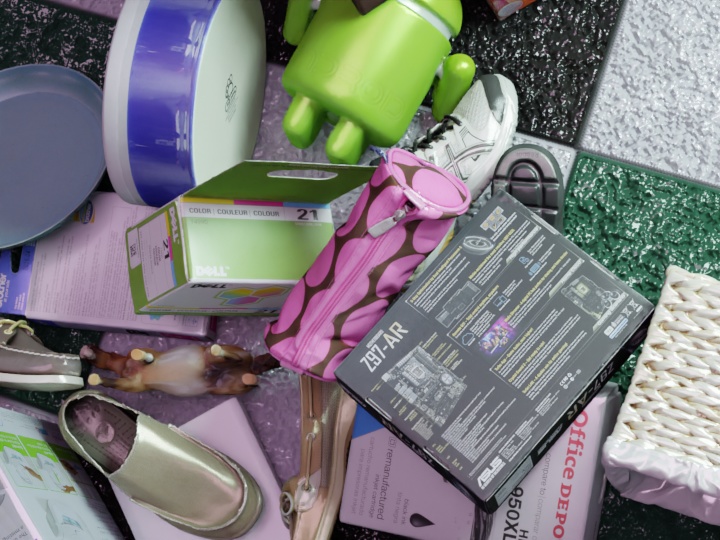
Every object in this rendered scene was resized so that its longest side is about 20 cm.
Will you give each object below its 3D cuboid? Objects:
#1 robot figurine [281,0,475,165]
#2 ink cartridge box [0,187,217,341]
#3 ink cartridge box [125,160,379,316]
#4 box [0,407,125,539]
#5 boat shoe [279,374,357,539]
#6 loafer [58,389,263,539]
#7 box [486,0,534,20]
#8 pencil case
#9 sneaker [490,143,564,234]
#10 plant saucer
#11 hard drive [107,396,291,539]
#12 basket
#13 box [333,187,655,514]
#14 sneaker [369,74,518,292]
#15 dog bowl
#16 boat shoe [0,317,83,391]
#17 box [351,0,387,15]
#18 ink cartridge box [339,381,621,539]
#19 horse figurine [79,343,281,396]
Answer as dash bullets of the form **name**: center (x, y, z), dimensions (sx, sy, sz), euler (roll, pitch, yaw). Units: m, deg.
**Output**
- **robot figurine**: center (0.010, -0.185, 1.585), dimensions (0.175, 0.116, 0.201), euler (28, 85, 10)
- **ink cartridge box**: center (-0.217, -0.007, 1.640), dimensions (0.199, 0.042, 0.120), euler (5, 79, 11)
- **ink cartridge box**: center (-0.080, -0.024, 1.507), dimensions (0.200, 0.147, 0.076), euler (-26, 68, 53)
- **box**: center (-0.275, 0.209, 1.526), dimensions (0.096, 0.200, 0.177), euler (-35, 74, 5)
- **boat shoe**: center (-0.041, 0.158, 1.540), dimensions (0.063, 0.073, 0.202), euler (13, 75, -1)
- **loafer**: center (-0.174, 0.161, 1.553), dimensions (0.199, 0.068, 0.076), euler (25, 85, 16)
- **box**: center (0.106, -0.330, 1.603), dimensions (0.095, 0.100, 0.201), euler (-30, 73, 6)
- **pencil case**: center (0.000, 0.000, 1.465), dimensions (0.090, 0.094, 0.201), euler (30, 115, -7)
- **sneaker**: center (0.141, -0.006, 1.546), dimensions (0.075, 0.079, 0.201), euler (7, 100, 9)
- **plant saucer**: center (-0.306, -0.096, 1.657), dimensions (0.199, 0.027, 0.201), euler (-9, 55, 12)
- **hard drive**: center (-0.117, 0.226, 1.576), dimensions (0.131, 0.026, 0.201), euler (-29, 74, 6)
- **basket**: center (0.302, 0.114, 1.416), dimensions (0.199, 0.198, 0.162), euler (17, 81, 16)
- **box**: center (0.103, 0.060, 1.438), dimensions (0.160, 0.044, 0.200), euler (38, 79, 21)
- **sneaker**: center (0.055, -0.083, 1.553), dimensions (0.087, 0.076, 0.201), euler (30, 91, -20)
- **dog bowl**: center (-0.144, -0.150, 1.570), dimensions (0.078, 0.200, 0.202), euler (8, 80, 12)
- **boat shoe**: center (-0.315, 0.069, 1.610), dimensions (0.199, 0.072, 0.060), euler (2, 79, 37)
- **box**: center (0.006, -0.342, 1.464), dimensions (0.164, 0.200, 0.166), euler (-33, 67, 4)
- **ink cartridge box**: center (0.097, 0.146, 1.500), dimensions (0.199, 0.084, 0.146), euler (10, 96, 14)
- **horse figurine**: center (-0.145, 0.081, 1.575), dimensions (0.198, 0.133, 0.050), euler (-3, 85, 1)
